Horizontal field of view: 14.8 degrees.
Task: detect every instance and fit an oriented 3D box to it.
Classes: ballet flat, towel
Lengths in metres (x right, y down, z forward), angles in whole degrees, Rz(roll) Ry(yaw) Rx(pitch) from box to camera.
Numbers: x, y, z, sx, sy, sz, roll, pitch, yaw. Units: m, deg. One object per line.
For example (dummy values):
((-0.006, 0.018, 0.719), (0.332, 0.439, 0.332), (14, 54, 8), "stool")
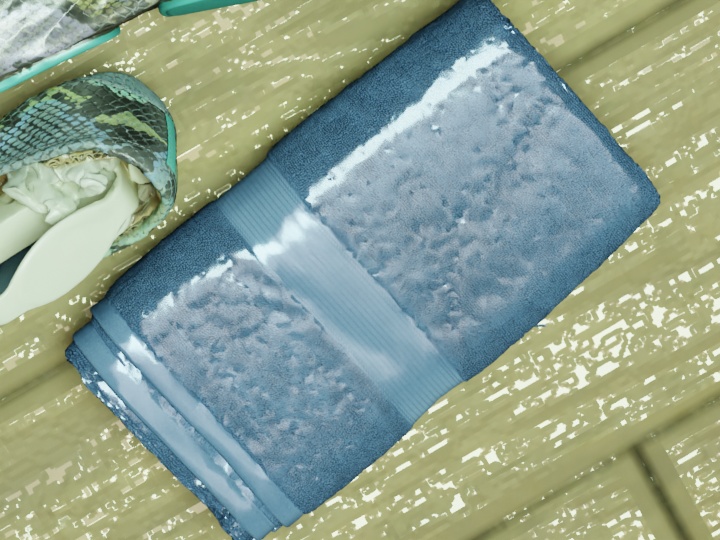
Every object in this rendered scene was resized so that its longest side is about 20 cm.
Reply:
((-0.148, 0.003, 0.948), (0.200, 0.074, 0.074), (-35, 107, 3), "ballet flat")
((-0.080, -0.107, 0.936), (0.200, 0.072, 0.072), (-19, 107, -4), "ballet flat")
((0.000, 0.000, 0.986), (0.200, 0.049, 0.112), (-39, 107, 4), "towel")
